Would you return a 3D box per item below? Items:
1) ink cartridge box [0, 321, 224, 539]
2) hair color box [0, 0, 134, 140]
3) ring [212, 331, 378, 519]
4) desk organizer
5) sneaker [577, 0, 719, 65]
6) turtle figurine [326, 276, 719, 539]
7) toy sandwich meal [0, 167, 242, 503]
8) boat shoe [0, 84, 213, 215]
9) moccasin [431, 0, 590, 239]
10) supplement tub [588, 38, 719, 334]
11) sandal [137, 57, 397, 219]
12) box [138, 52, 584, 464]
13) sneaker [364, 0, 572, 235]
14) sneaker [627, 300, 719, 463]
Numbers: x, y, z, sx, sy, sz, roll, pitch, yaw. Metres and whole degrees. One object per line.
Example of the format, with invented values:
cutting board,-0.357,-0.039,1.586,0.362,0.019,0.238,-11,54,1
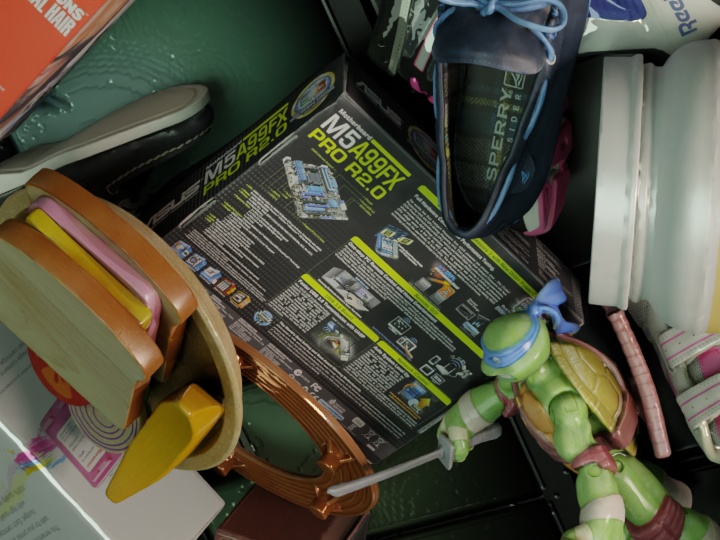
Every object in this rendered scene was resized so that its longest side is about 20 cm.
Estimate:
ink cartridge box,-0.202,0.119,1.194,0.200,0.085,0.144,50,139,-5
hair color box,-0.180,-0.140,1.075,0.064,0.111,0.200,45,120,-5
ring,-0.077,0.084,1.125,0.200,0.019,0.201,31,156,15
desk organizer,-0.054,0.240,1.224,0.077,0.072,0.201,16,117,15
sneaker,0.107,-0.169,0.977,0.199,0.081,0.115,39,118,-2
turtle figurine,0.101,0.124,1.045,0.194,0.201,0.144,39,151,-29
toy sandwich meal,-0.144,0.041,1.042,0.205,0.070,0.206,29,140,27
boat shoe,-0.158,-0.051,1.129,0.199,0.074,0.060,-20,105,29
moccasin,0.073,-0.108,0.938,0.080,0.068,0.201,7,113,22
supplement tub,0.214,-0.038,0.945,0.199,0.146,0.146,4,115,7
sandal,-0.057,-0.043,1.094,0.200,0.075,0.045,-40,52,27
box,0.000,0.000,1.068,0.160,0.044,0.200,-37,118,23
sneaker,0.050,-0.111,1.029,0.087,0.074,0.201,-14,103,24
sneaker,0.203,0.049,1.035,0.081,0.088,0.200,-39,96,29
